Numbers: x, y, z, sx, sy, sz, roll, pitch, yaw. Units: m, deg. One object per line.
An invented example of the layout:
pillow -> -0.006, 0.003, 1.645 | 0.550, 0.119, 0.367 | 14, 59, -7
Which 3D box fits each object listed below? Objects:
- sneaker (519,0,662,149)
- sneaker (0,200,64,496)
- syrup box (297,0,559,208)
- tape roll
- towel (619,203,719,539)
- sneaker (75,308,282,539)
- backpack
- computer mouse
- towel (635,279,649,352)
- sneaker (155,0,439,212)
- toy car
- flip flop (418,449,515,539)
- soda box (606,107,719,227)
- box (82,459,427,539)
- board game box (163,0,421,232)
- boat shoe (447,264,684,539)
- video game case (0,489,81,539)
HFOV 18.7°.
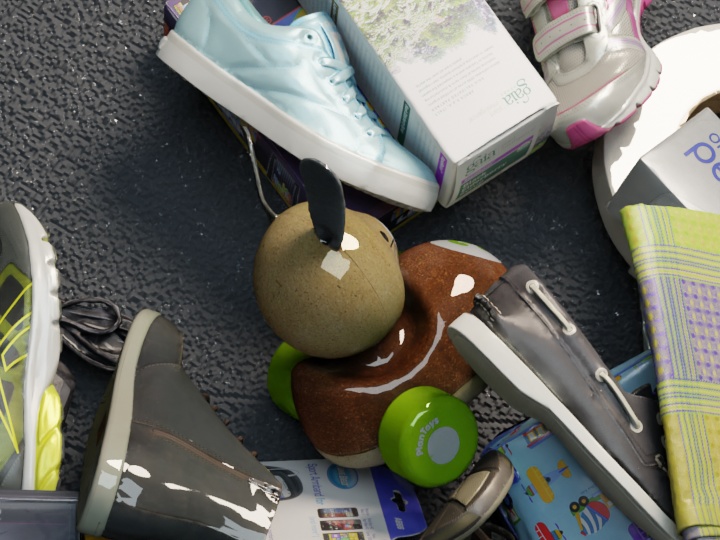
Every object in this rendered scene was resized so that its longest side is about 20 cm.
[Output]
sneaker -> 0.138, -0.161, 1.396 | 0.088, 0.081, 0.201 | 41, 38, -30
sneaker -> -0.217, 0.051, 1.270 | 0.084, 0.075, 0.202 | 0, 66, -15
syrup box -> 0.032, -0.147, 1.355 | 0.078, 0.082, 0.201 | -32, 78, -13
tape roll -> 0.248, -0.063, 1.406 | 0.201, 0.037, 0.205 | 3, 67, -7
towel -> 0.210, 0.064, 1.207 | 0.143, 0.023, 0.202 | 8, 64, -37
sneaker -> -0.099, 0.100, 1.250 | 0.105, 0.075, 0.201 | 19, 28, -10
backpack -> 0.181, 0.156, 1.286 | 0.181, 0.135, 0.201 | -27, 83, 5
computer mouse -> -0.219, 0.098, 1.320 | 0.138, 0.053, 0.201 | 26, 61, -3
towel -> 0.273, 0.032, 1.402 | 0.198, 0.035, 0.194 | -4, 72, -7
sneaker -> -0.027, -0.112, 1.330 | 0.199, 0.074, 0.082 | 33, 98, 6
toy car -> 0.000, 0.000, 1.269 | 0.158, 0.164, 0.201 | -41, 120, -18
flip flop -> 0.060, 0.172, 1.243 | 0.057, 0.201, 0.081 | 32, 51, 13
soda box -> 0.244, 0.003, 1.320 | 0.068, 0.064, 0.200 | -34, 76, -29
box -> -0.063, 0.153, 1.282 | 0.198, 0.119, 0.042 | 0, 111, -7
board game box -> -0.006, -0.129, 1.417 | 0.165, 0.057, 0.201 | -34, 77, -17
boat shoe -> 0.136, 0.082, 1.196 | 0.200, 0.074, 0.060 | 44, 81, 7
video game case -> -0.231, 0.222, 1.236 | 0.141, 0.019, 0.202 | 2, 103, -5
